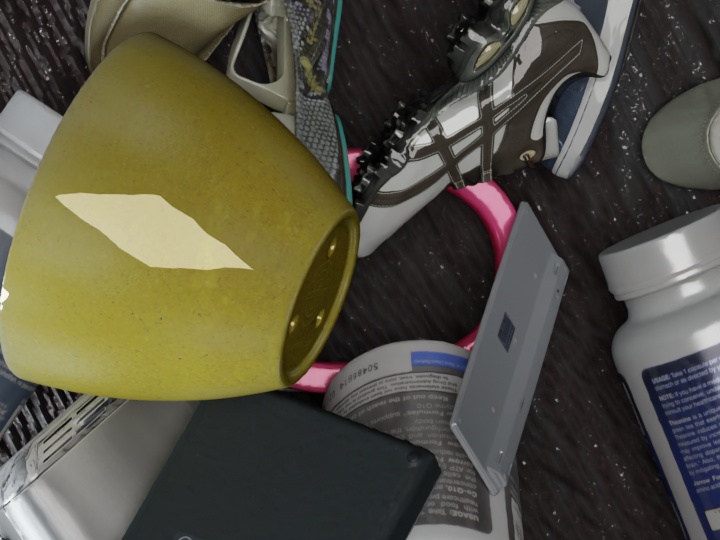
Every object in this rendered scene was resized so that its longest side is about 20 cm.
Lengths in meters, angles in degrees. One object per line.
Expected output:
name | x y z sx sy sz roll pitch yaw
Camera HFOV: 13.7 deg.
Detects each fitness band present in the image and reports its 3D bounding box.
fitness band | 0.000 0.000 1.758 0.199 0.037 0.145 -2 91 -6

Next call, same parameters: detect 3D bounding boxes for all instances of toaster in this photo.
toaster | -0.123 0.126 1.701 0.200 0.114 0.129 -41 92 -26

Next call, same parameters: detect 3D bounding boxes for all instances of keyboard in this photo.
keyboard | 0.085 0.041 1.699 0.011 0.200 0.056 -21 120 30

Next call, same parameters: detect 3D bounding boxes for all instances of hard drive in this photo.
hard drive | -0.062 0.161 1.596 0.139 0.033 0.201 19 66 24

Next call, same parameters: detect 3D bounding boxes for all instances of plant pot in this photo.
plant pot | -0.084 -0.010 1.604 0.141 0.200 0.201 21 89 13

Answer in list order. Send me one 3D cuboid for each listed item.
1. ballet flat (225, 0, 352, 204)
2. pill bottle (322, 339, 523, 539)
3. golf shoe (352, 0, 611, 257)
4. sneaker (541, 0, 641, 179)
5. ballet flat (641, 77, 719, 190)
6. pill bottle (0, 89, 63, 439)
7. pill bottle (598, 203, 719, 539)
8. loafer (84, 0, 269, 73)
ballet flat | -0.044 -0.091 1.708 0.072 0.072 0.201 1 63 -5
pill bottle | 0.036 0.148 1.676 0.113 0.201 0.114 -1 136 -1
golf shoe | 0.062 -0.072 1.697 0.094 0.078 0.200 34 108 -12
sneaker | 0.094 -0.166 1.746 0.145 0.077 0.203 15 98 3
ballet flat | 0.267 -0.089 1.766 0.199 0.064 0.068 -8 92 -5
pill bottle | -0.214 0.004 1.697 0.119 0.120 0.200 34 88 -5
pill bottle | 0.213 0.068 1.742 0.111 0.111 0.201 -23 94 -4
loafer | -0.093 -0.166 1.690 0.076 0.068 0.200 16 126 -28
